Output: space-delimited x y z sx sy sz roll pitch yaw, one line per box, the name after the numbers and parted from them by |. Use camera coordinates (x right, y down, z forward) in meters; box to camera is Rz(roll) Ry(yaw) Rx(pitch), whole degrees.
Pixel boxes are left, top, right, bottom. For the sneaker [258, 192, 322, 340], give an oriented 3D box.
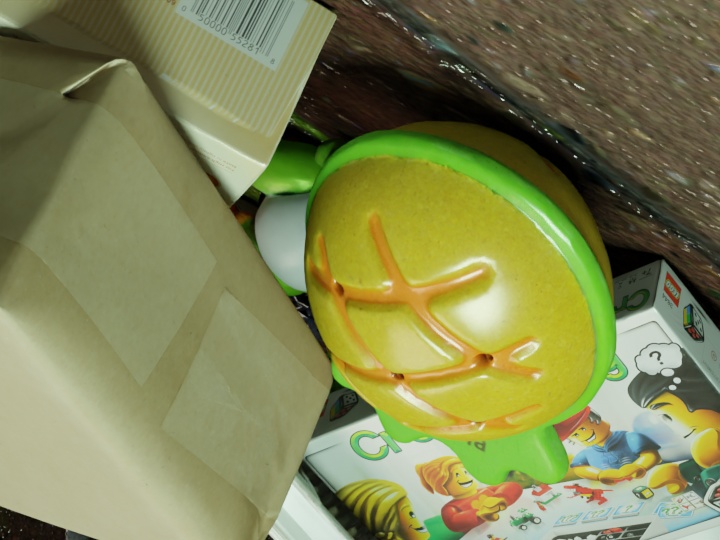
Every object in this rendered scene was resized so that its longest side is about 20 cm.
-0.034 0.003 1.215 0.074 0.085 0.200 27 172 7 | sneaker

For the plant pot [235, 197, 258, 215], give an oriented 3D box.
-0.129 0.035 1.441 0.199 0.176 0.200 29 173 4 | plant pot

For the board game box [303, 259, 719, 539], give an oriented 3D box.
0.084 0.080 0.968 0.199 0.035 0.126 -24 121 32 | board game box

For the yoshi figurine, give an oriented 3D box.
-0.006 0.001 1.032 0.199 0.113 0.113 23 165 19 | yoshi figurine

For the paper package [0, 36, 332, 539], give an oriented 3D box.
-0.136 0.009 0.813 0.189 0.104 0.200 12 152 31 | paper package

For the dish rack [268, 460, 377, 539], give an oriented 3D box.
-0.019 0.122 1.058 0.200 0.043 0.172 49 -176 -21 | dish rack

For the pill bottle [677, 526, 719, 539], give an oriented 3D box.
0.130 0.097 1.066 0.198 0.112 0.111 11 168 16 | pill bottle

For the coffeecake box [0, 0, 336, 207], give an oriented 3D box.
-0.118 -0.074 0.852 0.153 0.074 0.200 29 156 -10 | coffeecake box

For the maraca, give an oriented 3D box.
0.038 0.019 0.863 0.136 0.107 0.201 27 146 19 | maraca
